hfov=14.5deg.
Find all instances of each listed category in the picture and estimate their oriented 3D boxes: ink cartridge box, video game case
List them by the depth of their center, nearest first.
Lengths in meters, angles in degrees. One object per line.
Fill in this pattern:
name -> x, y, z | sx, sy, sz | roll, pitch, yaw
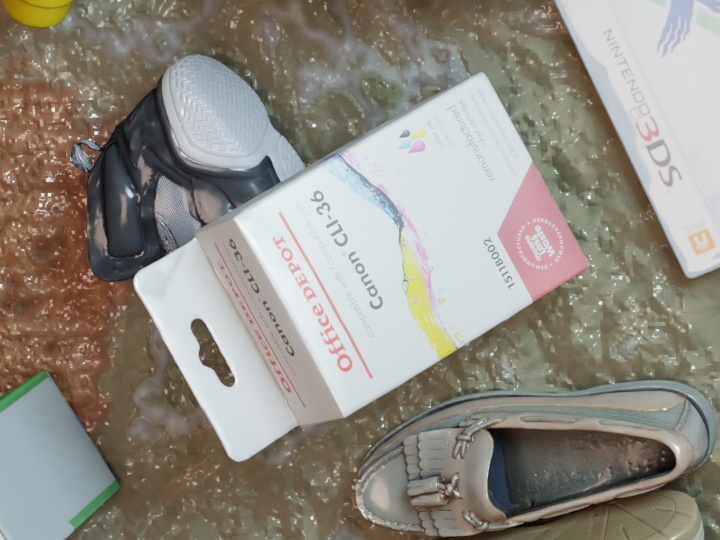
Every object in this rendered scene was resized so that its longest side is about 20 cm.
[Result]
video game case -> 0.214, -0.115, 1.411 | 0.200, 0.022, 0.182 | -24, 96, 20
ink cartridge box -> 0.000, 0.000, 1.417 | 0.200, 0.067, 0.117 | -32, 95, -22
ink cartridge box -> -0.251, 0.152, 1.549 | 0.200, 0.146, 0.084 | -31, 94, 22

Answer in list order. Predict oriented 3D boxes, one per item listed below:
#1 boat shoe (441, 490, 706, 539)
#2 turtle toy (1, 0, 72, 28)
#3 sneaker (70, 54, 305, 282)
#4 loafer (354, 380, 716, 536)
boat shoe -> 0.093, 0.171, 1.491 | 0.200, 0.072, 0.065 | -17, 111, 21
turtle toy -> -0.186, -0.230, 1.457 | 0.200, 0.101, 0.146 | 33, 134, 9
sneaker -> -0.072, -0.007, 1.498 | 0.114, 0.075, 0.200 | -31, 92, 26
loafer -> 0.085, 0.100, 1.480 | 0.200, 0.063, 0.072 | -13, 100, 19
